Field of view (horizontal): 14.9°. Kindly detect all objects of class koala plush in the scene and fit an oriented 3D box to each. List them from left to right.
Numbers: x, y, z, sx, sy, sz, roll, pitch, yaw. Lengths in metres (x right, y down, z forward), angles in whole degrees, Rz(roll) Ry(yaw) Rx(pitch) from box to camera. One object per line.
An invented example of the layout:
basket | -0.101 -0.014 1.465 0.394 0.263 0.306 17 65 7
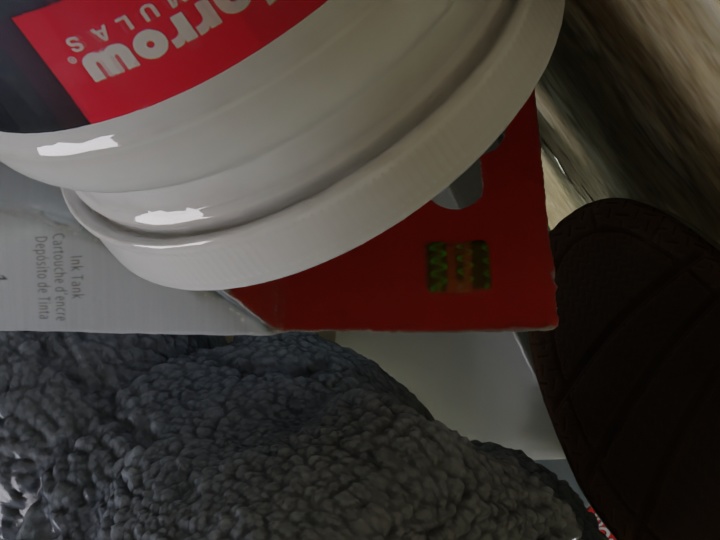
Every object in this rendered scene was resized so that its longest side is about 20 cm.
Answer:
koala plush | -0.056 0.054 0.727 0.200 0.177 0.184 46 171 22

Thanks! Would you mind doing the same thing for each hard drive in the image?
hard drive | -0.007 -0.001 0.863 0.200 0.027 0.132 -9 109 59

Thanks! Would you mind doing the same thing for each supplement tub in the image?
supplement tub | -0.055 -0.107 0.574 0.200 0.140 0.140 54 180 -33

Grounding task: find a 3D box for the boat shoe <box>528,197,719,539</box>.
boat shoe | 0.116 0.071 0.760 0.203 0.075 0.075 59 -166 16

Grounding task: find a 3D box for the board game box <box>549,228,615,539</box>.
board game box | 0.064 0.014 1.072 0.200 0.029 0.135 -102 -11 -48

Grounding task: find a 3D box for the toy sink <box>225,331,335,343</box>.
toy sink | -0.105 0.098 0.840 0.130 0.201 0.112 20 158 -20

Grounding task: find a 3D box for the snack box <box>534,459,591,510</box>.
snack box | 0.000 0.000 0.934 0.200 0.053 0.142 60 152 -3

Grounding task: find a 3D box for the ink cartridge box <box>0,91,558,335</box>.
ink cartridge box | -0.052 -0.052 0.708 0.162 0.199 0.050 -91 0 -49
